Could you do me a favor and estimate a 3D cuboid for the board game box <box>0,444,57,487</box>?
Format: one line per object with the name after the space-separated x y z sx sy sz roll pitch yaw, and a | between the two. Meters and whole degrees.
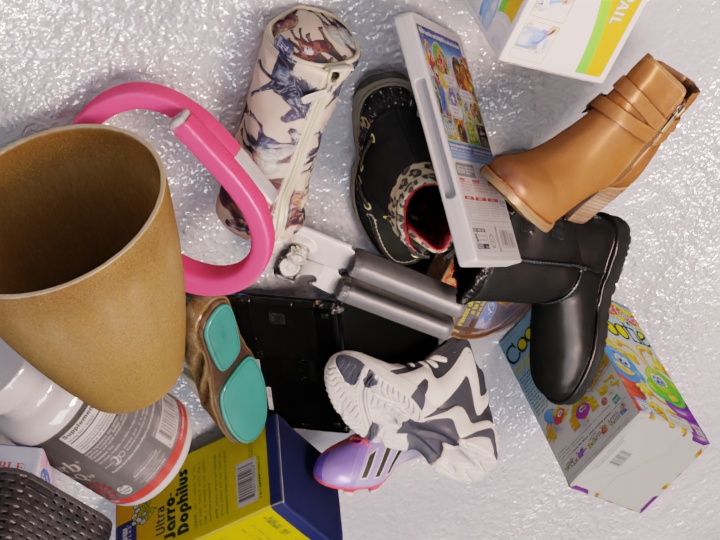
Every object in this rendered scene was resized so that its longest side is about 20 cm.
-0.374 0.218 1.448 0.200 0.041 0.200 5 145 3 | board game box

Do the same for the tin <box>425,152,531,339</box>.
0.129 -0.023 1.478 0.112 0.042 0.200 5 126 -31 | tin

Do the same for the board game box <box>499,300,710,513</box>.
0.233 0.118 1.529 0.103 0.200 0.105 24 118 -33 | board game box

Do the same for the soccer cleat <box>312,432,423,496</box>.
0.033 0.165 1.567 0.200 0.067 0.077 -12 121 -40 | soccer cleat

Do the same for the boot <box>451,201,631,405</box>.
0.153 0.021 1.423 0.162 0.073 0.198 9 102 -36 | boot

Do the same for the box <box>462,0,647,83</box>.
0.174 -0.266 1.239 0.101 0.113 0.200 9 125 -26 | box

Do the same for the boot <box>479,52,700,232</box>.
0.192 -0.106 1.276 0.155 0.077 0.200 -48 152 22 | boot

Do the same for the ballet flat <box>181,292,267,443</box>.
-0.139 0.083 1.454 0.068 0.072 0.200 -52 149 -25 | ballet flat

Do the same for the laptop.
-0.033 0.062 1.522 0.200 0.103 0.177 4 132 11 | laptop

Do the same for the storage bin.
-0.332 0.256 1.378 0.200 0.094 0.135 -20 137 32 | storage bin

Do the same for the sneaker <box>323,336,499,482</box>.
0.052 0.104 1.511 0.199 0.130 0.079 28 130 -19 | sneaker

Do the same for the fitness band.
-0.154 -0.063 1.298 0.144 0.037 0.200 -29 112 32 | fitness band

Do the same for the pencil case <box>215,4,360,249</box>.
-0.062 -0.114 1.306 0.078 0.089 0.200 4 129 -22 | pencil case

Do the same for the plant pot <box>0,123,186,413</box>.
-0.215 0.019 1.262 0.186 0.186 0.200 -20 133 -2 | plant pot

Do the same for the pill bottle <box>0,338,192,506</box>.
-0.257 0.123 1.427 0.116 0.116 0.200 -37 130 15 | pill bottle

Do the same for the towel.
-0.259 -0.006 1.361 0.200 0.049 0.112 23 120 -33 | towel

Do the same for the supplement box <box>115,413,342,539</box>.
-0.131 0.245 1.556 0.200 0.110 0.109 -26 134 19 | supplement box

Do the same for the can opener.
0.000 0.000 1.410 0.200 0.066 0.053 23 120 -10 | can opener

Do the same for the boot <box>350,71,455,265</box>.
0.041 -0.049 1.352 0.073 0.154 0.204 -13 133 -7 | boot

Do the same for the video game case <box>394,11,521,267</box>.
0.080 -0.101 1.265 0.018 0.200 0.143 -16 175 19 | video game case
